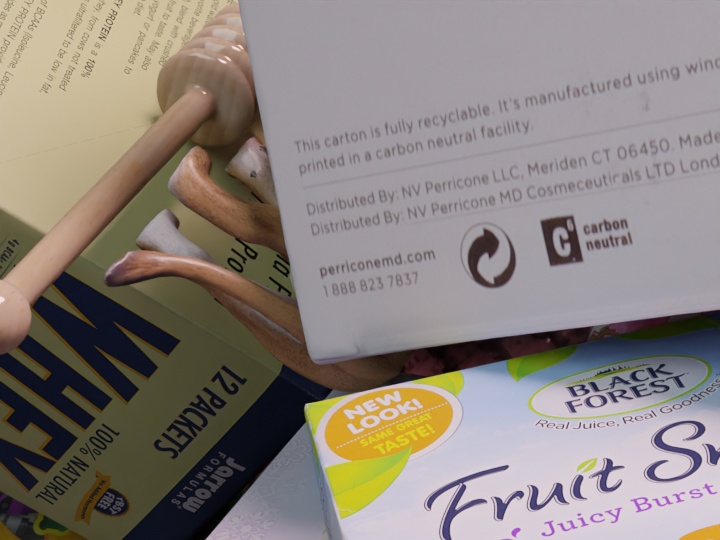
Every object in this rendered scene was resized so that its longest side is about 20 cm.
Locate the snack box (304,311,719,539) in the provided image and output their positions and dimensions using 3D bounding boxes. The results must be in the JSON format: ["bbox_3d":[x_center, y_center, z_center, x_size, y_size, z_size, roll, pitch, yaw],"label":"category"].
[{"bbox_3d":[0.085,0.090,0.542,0.168,0.068,0.200,-13,29,-6],"label":"snack box"}]

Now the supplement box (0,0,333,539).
[{"bbox_3d":[-0.107,-0.034,0.842,0.134,0.199,0.201,-46,20,41],"label":"supplement box"}]

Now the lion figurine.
[{"bbox_3d":[0.000,0.000,0.730,0.073,0.122,0.200,-49,-1,32],"label":"lion figurine"}]

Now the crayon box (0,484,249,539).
[{"bbox_3d":[-0.150,0.083,0.913,0.199,0.051,0.127,6,47,15],"label":"crayon box"}]

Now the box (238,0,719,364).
[{"bbox_3d":[0.077,-0.089,0.621,0.198,0.130,0.201,-9,94,39],"label":"box"}]

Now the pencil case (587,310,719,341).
[{"bbox_3d":[0.109,0.040,0.780,0.086,0.083,0.201,10,63,14],"label":"pencil case"}]

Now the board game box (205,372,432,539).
[{"bbox_3d":[0.039,0.109,0.635,0.198,0.041,0.200,6,35,29],"label":"board game box"}]

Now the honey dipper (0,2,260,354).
[{"bbox_3d":[-0.074,-0.032,0.725,0.038,0.038,0.200,-15,22,31],"label":"honey dipper"}]
